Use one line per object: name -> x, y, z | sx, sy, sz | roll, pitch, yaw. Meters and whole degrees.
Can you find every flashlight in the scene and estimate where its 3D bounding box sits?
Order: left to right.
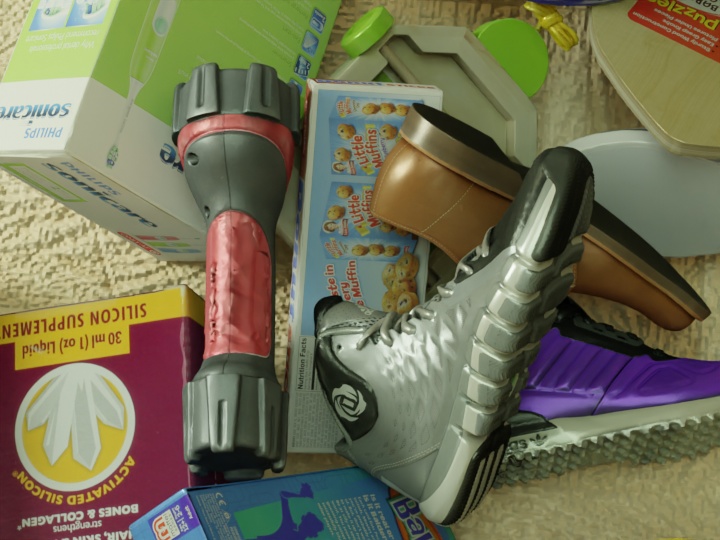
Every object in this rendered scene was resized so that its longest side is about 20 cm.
flashlight -> -0.063, -0.002, 0.887 | 0.067, 0.068, 0.201 | 14, 64, -31

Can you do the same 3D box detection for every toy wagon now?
toy wagon -> 0.042, -0.073, 0.995 | 0.200, 0.040, 0.155 | -47, 106, -11

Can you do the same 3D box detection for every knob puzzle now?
knob puzzle -> 0.213, -0.121, 1.003 | 0.218, 0.031, 0.221 | 5, 49, -6

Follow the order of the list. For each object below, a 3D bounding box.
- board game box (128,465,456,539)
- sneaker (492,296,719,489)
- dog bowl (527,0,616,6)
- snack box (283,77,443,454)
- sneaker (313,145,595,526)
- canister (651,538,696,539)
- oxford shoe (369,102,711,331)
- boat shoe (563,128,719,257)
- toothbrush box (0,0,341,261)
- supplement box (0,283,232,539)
board game box -> -0.008, 0.175, 0.876 | 0.045, 0.200, 0.153 | -35, 70, 29
sneaker -> 0.126, 0.054, 0.964 | 0.199, 0.070, 0.100 | -9, 67, -4
dog bowl -> 0.111, -0.249, 1.009 | 0.199, 0.079, 0.201 | 5, 56, -8
snack box -> 0.000, 0.000, 0.957 | 0.071, 0.024, 0.201 | 2, 102, -10
sneaker -> 0.034, 0.019, 0.885 | 0.115, 0.075, 0.201 | 25, 105, 20
canister -> 0.105, 0.228, 0.816 | 0.148, 0.087, 0.201 | -11, 41, 29
oxford shoe -> 0.094, -0.012, 0.940 | 0.199, 0.071, 0.072 | 28, 104, -15
boat shoe -> 0.199, -0.054, 1.000 | 0.199, 0.070, 0.071 | -1, 117, 1
toothbrush box -> -0.102, -0.123, 0.985 | 0.086, 0.145, 0.201 | 1, 68, 43
supplement box -> -0.130, 0.123, 0.933 | 0.130, 0.103, 0.201 | -9, 72, 11
